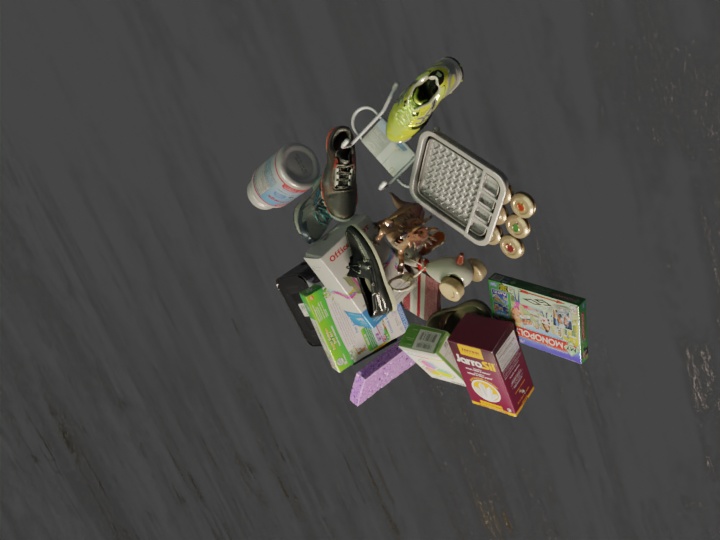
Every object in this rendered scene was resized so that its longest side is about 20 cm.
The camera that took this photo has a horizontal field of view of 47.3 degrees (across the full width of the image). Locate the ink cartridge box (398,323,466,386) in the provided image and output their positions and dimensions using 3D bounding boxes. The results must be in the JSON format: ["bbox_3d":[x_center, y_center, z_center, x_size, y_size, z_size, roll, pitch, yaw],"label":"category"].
[{"bbox_3d":[0.181,0.193,1.756,0.104,0.059,0.200,9,154,44],"label":"ink cartridge box"}]

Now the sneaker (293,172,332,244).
[{"bbox_3d":[-0.074,-0.144,1.739,0.086,0.200,0.078,-18,129,42],"label":"sneaker"}]

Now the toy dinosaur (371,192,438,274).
[{"bbox_3d":[0.094,-0.090,1.594,0.086,0.200,0.136,29,132,-20],"label":"toy dinosaur"}]

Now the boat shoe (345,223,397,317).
[{"bbox_3d":[0.005,0.006,1.642,0.074,0.066,0.200,22,138,62],"label":"boat shoe"}]

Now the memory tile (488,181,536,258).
[{"bbox_3d":[0.233,-0.120,1.542,0.200,0.017,0.153,35,141,26],"label":"memory tile"}]

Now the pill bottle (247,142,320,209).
[{"bbox_3d":[-0.182,-0.207,1.879,0.109,0.109,0.200,58,146,-4],"label":"pill bottle"}]

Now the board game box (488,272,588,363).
[{"bbox_3d":[0.340,0.090,1.582,0.200,0.029,0.135,18,130,41],"label":"board game box"}]

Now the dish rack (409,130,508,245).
[{"bbox_3d":[0.185,-0.158,1.516,0.200,0.044,0.172,37,143,24],"label":"dish rack"}]

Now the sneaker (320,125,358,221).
[{"bbox_3d":[-0.042,-0.200,1.676,0.082,0.077,0.200,162,104,-82],"label":"sneaker"}]

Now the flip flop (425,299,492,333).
[{"bbox_3d":[0.200,0.120,1.736,0.081,0.058,0.200,43,144,-13],"label":"flip flop"}]

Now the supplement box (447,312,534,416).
[{"bbox_3d":[0.266,0.190,1.667,0.110,0.086,0.200,12,140,40],"label":"supplement box"}]

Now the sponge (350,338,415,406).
[{"bbox_3d":[0.060,0.220,1.872,0.030,0.200,0.112,40,142,23],"label":"sponge"}]

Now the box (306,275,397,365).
[{"bbox_3d":[-0.022,0.093,1.903,0.115,0.132,0.200,26,140,62],"label":"box"}]

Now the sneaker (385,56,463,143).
[{"bbox_3d":[0.097,-0.301,1.469,0.075,0.076,0.200,47,132,7],"label":"sneaker"}]

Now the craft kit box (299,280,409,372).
[{"bbox_3d":[-0.009,0.091,1.818,0.049,0.197,0.200,20,136,61],"label":"craft kit box"}]

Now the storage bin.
[{"bbox_3d":[-0.105,0.080,2.044,0.135,0.094,0.200,-11,111,53],"label":"storage bin"}]

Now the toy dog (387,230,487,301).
[{"bbox_3d":[0.150,-0.021,1.638,0.200,0.132,0.096,9,136,20],"label":"toy dog"}]

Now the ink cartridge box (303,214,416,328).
[{"bbox_3d":[0.000,0.000,1.727,0.200,0.145,0.085,53,160,-20],"label":"ink cartridge box"}]

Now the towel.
[{"bbox_3d":[0.100,0.027,1.820,0.200,0.023,0.144,32,142,32],"label":"towel"}]

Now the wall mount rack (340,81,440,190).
[{"bbox_3d":[0.063,-0.257,1.587,0.174,0.075,0.200,-44,83,23],"label":"wall mount rack"}]
